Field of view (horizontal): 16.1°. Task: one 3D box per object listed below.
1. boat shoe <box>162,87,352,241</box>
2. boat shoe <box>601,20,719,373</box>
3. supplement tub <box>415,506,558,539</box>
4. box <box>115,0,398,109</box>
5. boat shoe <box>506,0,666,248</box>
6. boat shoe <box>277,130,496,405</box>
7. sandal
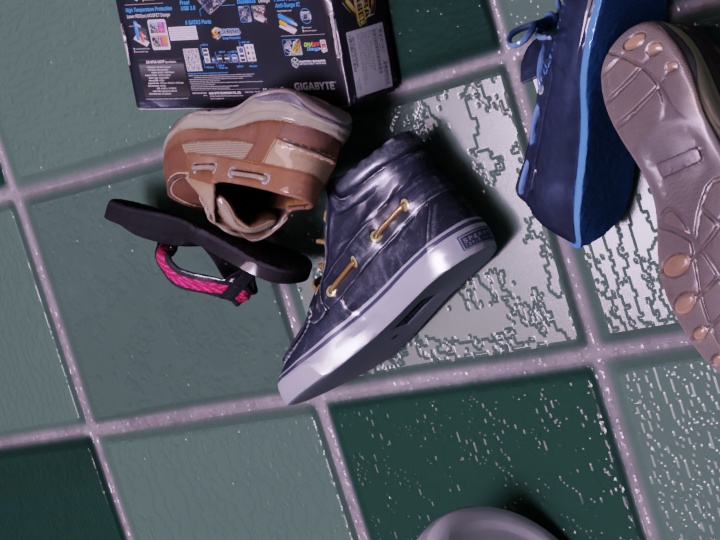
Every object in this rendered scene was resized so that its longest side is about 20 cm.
[{"bbox_3d":[-0.074,-0.057,1.560,0.200,0.076,0.072,-20,55,64],"label":"boat shoe"},{"bbox_3d":[0.194,-0.039,1.329,0.074,0.073,0.200,-18,90,44],"label":"boat shoe"},{"bbox_3d":[0.048,0.244,1.560,0.123,0.122,0.200,51,134,17],"label":"supplement tub"},{"bbox_3d":[-0.074,-0.180,1.561,0.200,0.046,0.159,2,108,45],"label":"box"},{"bbox_3d":[0.112,-0.106,1.377,0.069,0.084,0.200,30,124,33],"label":"boat shoe"},{"bbox_3d":[0.000,0.000,1.552,0.200,0.071,0.091,-43,72,40],"label":"boat shoe"},{"bbox_3d":[-0.099,-0.007,1.630,0.200,0.075,0.045,17,92,53],"label":"sandal"}]
